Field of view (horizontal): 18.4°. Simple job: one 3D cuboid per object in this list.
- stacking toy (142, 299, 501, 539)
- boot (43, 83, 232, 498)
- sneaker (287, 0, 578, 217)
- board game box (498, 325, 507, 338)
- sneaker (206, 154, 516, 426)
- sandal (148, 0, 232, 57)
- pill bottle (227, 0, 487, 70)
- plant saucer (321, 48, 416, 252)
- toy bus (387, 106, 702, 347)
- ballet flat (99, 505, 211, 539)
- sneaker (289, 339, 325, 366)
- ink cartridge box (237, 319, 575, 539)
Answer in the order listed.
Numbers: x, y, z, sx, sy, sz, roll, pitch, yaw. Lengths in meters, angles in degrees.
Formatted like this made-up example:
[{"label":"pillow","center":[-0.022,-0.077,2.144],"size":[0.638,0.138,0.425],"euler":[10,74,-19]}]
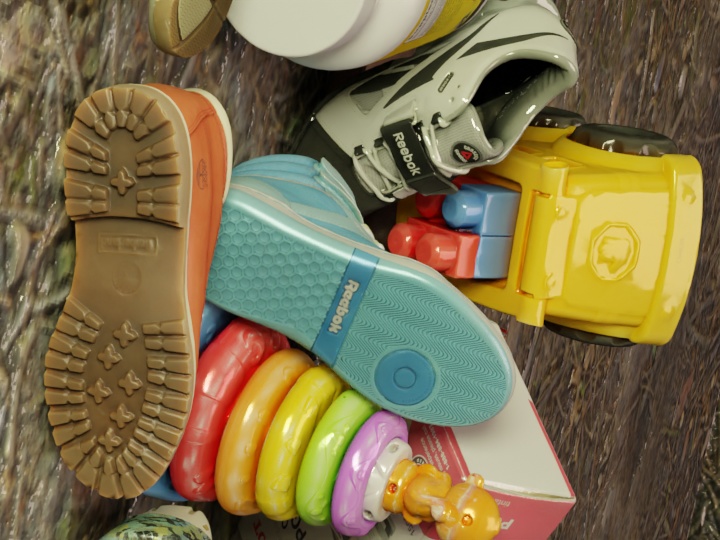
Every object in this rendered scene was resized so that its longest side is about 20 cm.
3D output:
[{"label":"stacking toy","center":[-0.014,0.098,1.177],"size":[0.117,0.199,0.110],"euler":[-68,161,-2]},{"label":"boot","center":[-0.099,0.007,1.083],"size":[0.107,0.074,0.202],"euler":[-33,132,-72]},{"label":"sneaker","center":[0.039,-0.082,1.280],"size":[0.074,0.199,0.089],"euler":[48,10,-30]},{"label":"board game box","center":[0.033,0.146,1.536],"size":[0.152,0.046,0.201],"euler":[-51,162,-55]},{"label":"sneaker","center":[0.000,0.000,1.193],"size":[0.080,0.199,0.131],"euler":[-57,-177,20]},{"label":"sandal","center":[-0.082,-0.179,1.050],"size":[0.081,0.053,0.201],"euler":[88,8,-53]},{"label":"pill bottle","center":[-0.002,-0.168,1.193],"size":[0.200,0.111,0.114],"euler":[-30,130,-66]},{"label":"plant saucer","center":[0.016,-0.108,1.415],"size":[0.200,0.034,0.202],"euler":[12,90,-72]},{"label":"toy bus","center":[0.089,-0.032,1.422],"size":[0.191,0.199,0.137],"euler":[0,104,-35]},{"label":"ballet flat","center":[-0.101,0.164,1.192],"size":[0.201,0.074,0.075],"euler":[86,23,-58]},{"label":"sneaker","center":[-0.001,0.068,1.422],"size":[0.200,0.077,0.080],"euler":[-45,155,-57]},{"label":"ink cartridge box","center":[0.021,0.142,1.286],"size":[0.201,0.082,0.147],"euler":[-56,-142,30]}]
